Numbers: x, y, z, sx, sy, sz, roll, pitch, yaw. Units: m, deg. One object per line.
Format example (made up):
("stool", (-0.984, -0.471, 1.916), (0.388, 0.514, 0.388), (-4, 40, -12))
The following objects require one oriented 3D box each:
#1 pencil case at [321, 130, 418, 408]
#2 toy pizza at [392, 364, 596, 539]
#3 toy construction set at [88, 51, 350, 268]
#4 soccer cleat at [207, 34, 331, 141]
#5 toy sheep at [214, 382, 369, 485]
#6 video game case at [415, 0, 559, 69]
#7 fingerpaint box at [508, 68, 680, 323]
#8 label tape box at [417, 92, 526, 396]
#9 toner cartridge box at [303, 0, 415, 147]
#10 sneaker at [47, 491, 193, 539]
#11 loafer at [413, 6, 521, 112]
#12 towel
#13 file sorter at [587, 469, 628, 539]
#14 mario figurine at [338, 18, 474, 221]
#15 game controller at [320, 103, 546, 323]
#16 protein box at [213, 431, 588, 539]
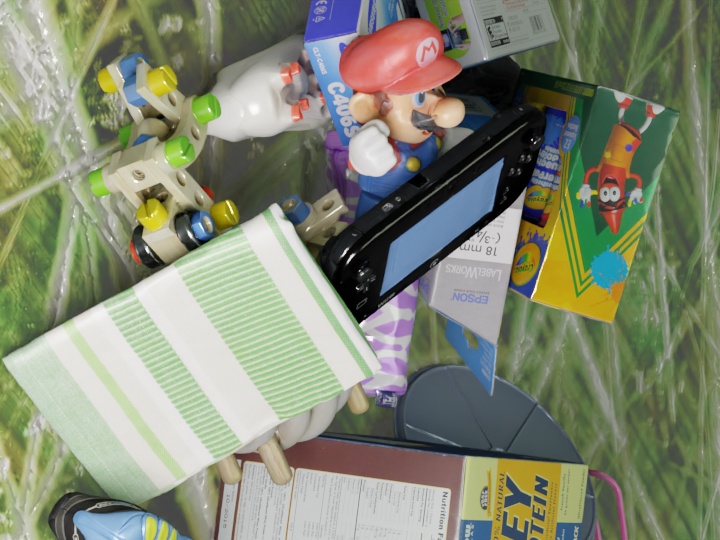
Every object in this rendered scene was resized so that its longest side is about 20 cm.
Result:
("pencil case", (0.000, 0.000, 1.844), (0.085, 0.084, 0.200), (7, 87, -36))
("toy pizza", (0.105, 0.162, 1.992), (0.200, 0.032, 0.200), (25, 39, -22))
("toy construction set", (-0.098, -0.045, 1.608), (0.200, 0.092, 0.131), (36, 39, -29))
("soccer cleat", (-0.065, -0.126, 1.730), (0.200, 0.077, 0.069), (-36, 114, -76))
("toy sheep", (-0.063, 0.063, 1.694), (0.200, 0.138, 0.138), (-43, 130, -42))
("video game case", (0.081, -0.249, 1.889), (0.200, 0.045, 0.182), (-25, 99, -68))
("fingerpaint box", (0.155, -0.061, 1.888), (0.073, 0.200, 0.167), (16, 95, -15))
("label tape box", (0.070, -0.023, 1.884), (0.144, 0.063, 0.200), (-126, -137, -69))
("toner cartridge box", (0.003, -0.189, 1.786), (0.200, 0.043, 0.095), (-81, 156, -49))
("sneaker", (-0.151, 0.188, 1.617), (0.071, 0.083, 0.200), (-56, 158, -13))
("loafer", (0.067, -0.172, 1.951), (0.200, 0.068, 0.070), (22, 43, -56))
("towel", (-0.104, 0.058, 1.577), (0.153, 0.200, 0.023), (58, 6, -34))
("file sorter", (0.130, 0.263, 2.054), (0.200, 0.125, 0.139), (-45, 132, -48))
("mario figurine", (0.038, -0.078, 1.677), (0.124, 0.106, 0.200), (-98, -172, -52))
("game controller", (0.049, -0.034, 1.644), (0.200, 0.042, 0.104), (-37, 148, -27))
("protein box", (0.030, 0.192, 1.799), (0.198, 0.200, 0.135), (11, 85, -59))
